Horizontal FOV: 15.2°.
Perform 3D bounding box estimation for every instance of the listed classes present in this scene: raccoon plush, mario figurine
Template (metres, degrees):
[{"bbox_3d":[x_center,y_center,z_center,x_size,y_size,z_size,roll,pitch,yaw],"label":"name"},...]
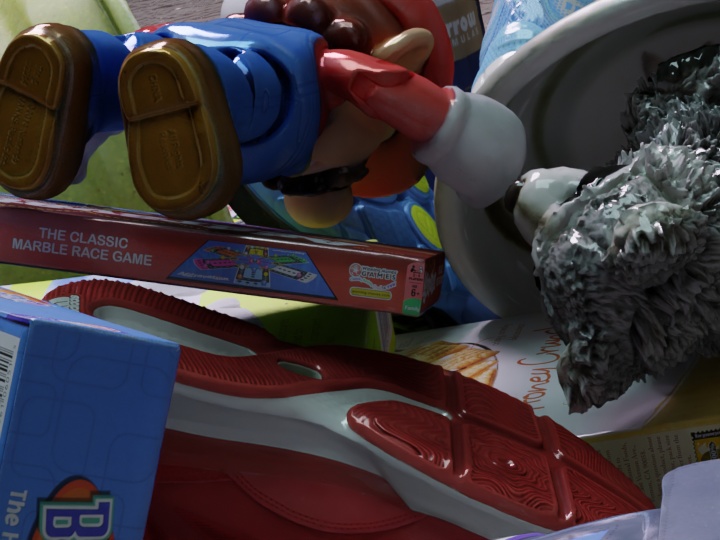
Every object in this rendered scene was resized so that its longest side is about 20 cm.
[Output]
[{"bbox_3d":[0.145,-0.005,0.839,0.199,0.097,0.134,5,26,10],"label":"raccoon plush"},{"bbox_3d":[-0.030,-0.038,0.850,0.106,0.123,0.200,-52,-16,25],"label":"mario figurine"}]

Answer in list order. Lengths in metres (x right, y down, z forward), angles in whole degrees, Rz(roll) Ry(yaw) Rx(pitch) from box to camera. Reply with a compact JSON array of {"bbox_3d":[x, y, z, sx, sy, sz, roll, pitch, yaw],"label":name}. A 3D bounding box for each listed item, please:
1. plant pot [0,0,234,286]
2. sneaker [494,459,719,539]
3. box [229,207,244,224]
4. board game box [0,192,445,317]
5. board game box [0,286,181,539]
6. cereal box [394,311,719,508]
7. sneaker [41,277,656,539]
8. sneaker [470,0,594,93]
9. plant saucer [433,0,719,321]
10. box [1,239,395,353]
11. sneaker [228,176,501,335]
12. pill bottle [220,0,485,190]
[{"bbox_3d":[-0.158,-0.013,1.128,0.184,0.201,0.200,-27,15,-7],"label":"plant pot"},{"bbox_3d":[0.052,0.104,0.617,0.146,0.081,0.200,-7,8,39],"label":"sneaker"},{"bbox_3d":[-0.065,-0.016,1.327,0.199,0.035,0.110,-19,15,-25],"label":"box"},{"bbox_3d":[-0.076,-0.009,0.834,0.199,0.020,0.103,7,4,4],"label":"board game box"},{"bbox_3d":[-0.120,0.078,0.737,0.045,0.153,0.200,11,2,-29],"label":"board game box"},{"bbox_3d":[0.048,0.052,0.924,0.199,0.040,0.144,-9,16,13],"label":"cereal box"},{"bbox_3d":[-0.016,0.085,0.795,0.199,0.116,0.078,21,19,-6],"label":"sneaker"},{"bbox_3d":[0.103,-0.058,1.076,0.078,0.090,0.200,-8,-28,20],"label":"sneaker"},{"bbox_3d":[0.122,-0.049,0.959,0.199,0.200,0.050,-12,52,4],"label":"plant saucer"},{"bbox_3d":[-0.091,0.043,0.891,0.199,0.048,0.122,-7,23,6],"label":"box"},{"bbox_3d":[0.000,0.000,1.015,0.082,0.071,0.200,-23,-26,18],"label":"sneaker"},{"bbox_3d":[0.003,-0.078,1.160,0.110,0.201,0.111,-12,14,3],"label":"pill bottle"}]
